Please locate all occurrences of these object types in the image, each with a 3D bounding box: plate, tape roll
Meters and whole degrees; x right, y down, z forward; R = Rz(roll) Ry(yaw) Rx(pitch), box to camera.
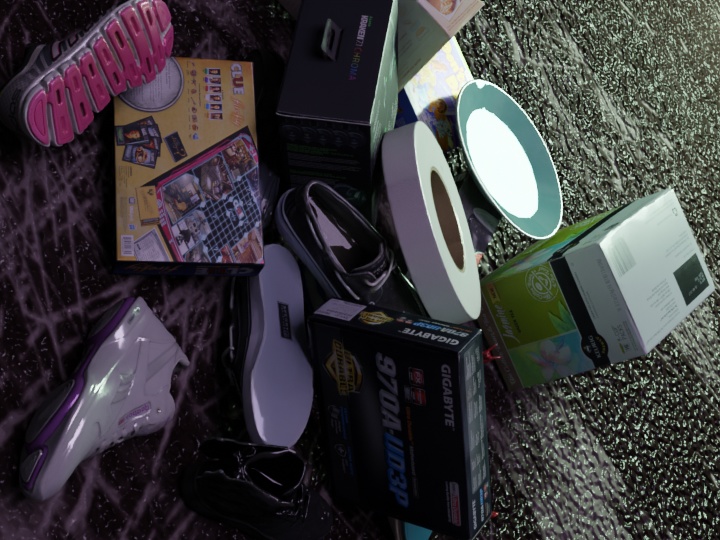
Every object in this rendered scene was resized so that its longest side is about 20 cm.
[{"bbox_3d":[0.165,-0.124,1.490,0.199,0.025,0.203,32,45,-38],"label":"plate"},{"bbox_3d":[0.071,-0.046,1.273,0.203,0.037,0.206,-17,91,-76],"label":"tape roll"}]

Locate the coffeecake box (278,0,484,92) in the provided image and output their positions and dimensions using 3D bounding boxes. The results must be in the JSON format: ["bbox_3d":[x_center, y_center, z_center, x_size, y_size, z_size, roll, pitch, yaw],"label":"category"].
[{"bbox_3d":[0.005,-0.293,1.350,0.200,0.153,0.073,46,54,-4],"label":"coffeecake box"}]

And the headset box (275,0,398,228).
[{"bbox_3d":[-0.019,-0.159,1.262,0.091,0.201,0.176,7,59,6],"label":"headset box"}]

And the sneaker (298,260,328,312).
[{"bbox_3d":[0.013,0.064,1.289,0.077,0.085,0.202,-40,103,-47],"label":"sneaker"}]

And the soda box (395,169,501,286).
[{"bbox_3d":[0.087,-0.018,1.417,0.071,0.063,0.201,48,46,-19],"label":"soda box"}]

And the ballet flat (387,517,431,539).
[{"bbox_3d":[0.048,0.175,1.275,0.069,0.069,0.203,-13,117,-47],"label":"ballet flat"}]

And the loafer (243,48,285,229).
[{"bbox_3d":[-0.114,-0.134,1.256,0.072,0.072,0.203,23,57,-32],"label":"loafer"}]

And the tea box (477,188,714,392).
[{"bbox_3d":[0.262,0.023,1.480,0.199,0.195,0.135,-30,95,-48],"label":"tea box"}]

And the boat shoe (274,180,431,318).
[{"bbox_3d":[0.000,0.000,1.214,0.200,0.071,0.072,44,64,-10],"label":"boat shoe"}]

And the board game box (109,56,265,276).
[{"bbox_3d":[-0.159,-0.096,1.177,0.133,0.035,0.203,2,70,-17],"label":"board game box"}]

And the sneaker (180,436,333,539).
[{"bbox_3d":[-0.076,0.192,1.127,0.198,0.103,0.061,25,56,-36],"label":"sneaker"}]

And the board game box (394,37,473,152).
[{"bbox_3d":[0.065,-0.232,1.500,0.134,0.044,0.202,-27,94,-48],"label":"board game box"}]

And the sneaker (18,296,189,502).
[{"bbox_3d":[-0.200,0.114,1.054,0.100,0.074,0.201,46,46,-20],"label":"sneaker"}]

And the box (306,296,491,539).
[{"bbox_3d":[0.036,0.133,1.174,0.046,0.157,0.203,-39,132,-47],"label":"box"}]

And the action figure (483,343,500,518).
[{"bbox_3d":[0.112,0.157,1.343,0.065,0.098,0.203,-7,75,-67],"label":"action figure"}]

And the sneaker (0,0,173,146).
[{"bbox_3d":[-0.243,-0.178,1.123,0.200,0.086,0.075,-51,137,-37],"label":"sneaker"}]

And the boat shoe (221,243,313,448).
[{"bbox_3d":[-0.093,0.076,1.187,0.073,0.068,0.202,16,56,-40],"label":"boat shoe"}]
